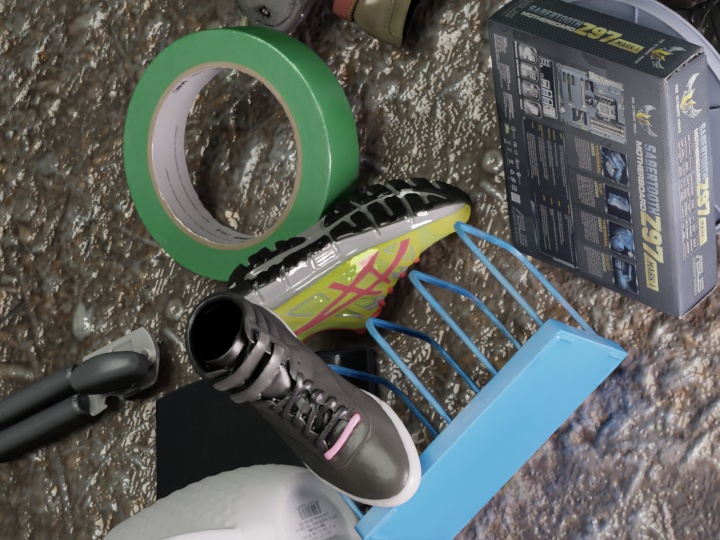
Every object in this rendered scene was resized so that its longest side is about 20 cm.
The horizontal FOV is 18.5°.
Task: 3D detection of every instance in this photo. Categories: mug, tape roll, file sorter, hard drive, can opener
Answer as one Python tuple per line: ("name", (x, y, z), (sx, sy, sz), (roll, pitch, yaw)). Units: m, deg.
("mug", (-0.104, 0.218, 1.597), (0.175, 0.199, 0.149), (-30, 67, 35))
("tape roll", (-0.097, -0.093, 1.764), (0.199, 0.048, 0.203), (5, 101, 29))
("file sorter", (0.062, 0.082, 1.570), (0.200, 0.139, 0.123), (-48, 65, 12))
("hard drive", (-0.078, 0.134, 1.723), (0.199, 0.042, 0.136), (-15, 66, 30))
("can opener", (-0.247, 0.102, 1.845), (0.199, 0.066, 0.053), (-28, 61, 30))

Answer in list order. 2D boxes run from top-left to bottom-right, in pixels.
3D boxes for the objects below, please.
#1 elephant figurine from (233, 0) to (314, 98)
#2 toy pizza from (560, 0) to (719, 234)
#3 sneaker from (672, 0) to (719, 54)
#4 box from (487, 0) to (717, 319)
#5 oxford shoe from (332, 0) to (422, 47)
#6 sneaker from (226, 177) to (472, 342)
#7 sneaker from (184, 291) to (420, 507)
("elephant figurine", (-0.081, -0.261, 1.791), (0.200, 0.155, 0.142), (40, 75, 15))
("toy pizza", (0.199, -0.112, 1.552), (0.199, 0.202, 0.032), (20, 45, 38))
("sneaker", (0.253, -0.174, 1.583), (0.104, 0.060, 0.201), (27, 102, 37))
("box", (0.170, -0.081, 1.538), (0.157, 0.201, 0.051), (24, 48, 39))
("oxford shoe", (0.062, -0.269, 1.765), (0.075, 0.070, 0.201), (35, 94, 11))
("sneaker", (0.000, 0.000, 1.694), (0.199, 0.091, 0.078), (-27, 24, -2))
("sneaker", (-0.047, 0.087, 1.494), (0.200, 0.099, 0.071), (43, 99, 28))
